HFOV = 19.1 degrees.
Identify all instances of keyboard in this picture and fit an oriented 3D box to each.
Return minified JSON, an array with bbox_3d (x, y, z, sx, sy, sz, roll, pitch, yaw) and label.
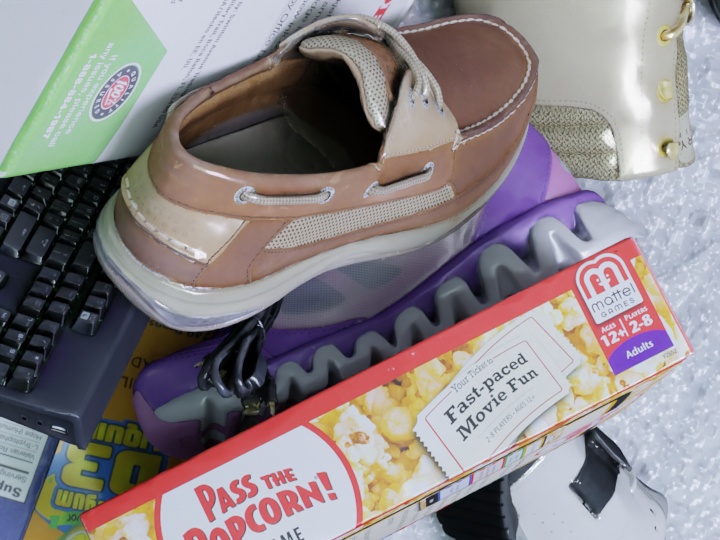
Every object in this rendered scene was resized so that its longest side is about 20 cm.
[{"bbox_3d":[-0.075,-0.011,0.728,0.126,0.201,0.021,21,128,-2],"label":"keyboard"}]

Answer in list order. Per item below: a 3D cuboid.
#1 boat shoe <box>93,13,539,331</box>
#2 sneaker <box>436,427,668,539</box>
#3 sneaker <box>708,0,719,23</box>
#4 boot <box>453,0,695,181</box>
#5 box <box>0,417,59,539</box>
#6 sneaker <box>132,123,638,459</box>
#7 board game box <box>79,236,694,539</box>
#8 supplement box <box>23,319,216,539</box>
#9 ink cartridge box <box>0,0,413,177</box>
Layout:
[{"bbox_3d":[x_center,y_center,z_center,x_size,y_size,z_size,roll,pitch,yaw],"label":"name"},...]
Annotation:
[{"bbox_3d":[-0.001,-0.047,0.720,0.076,0.200,0.072,41,135,17],"label":"boat shoe"},{"bbox_3d":[0.080,0.091,0.889,0.088,0.074,0.201,-25,108,-25],"label":"sneaker"},{"bbox_3d":[0.206,-0.175,0.833,0.066,0.091,0.201,34,94,-18],"label":"sneaker"},{"bbox_3d":[0.124,-0.117,0.817,0.198,0.073,0.157,-8,108,12],"label":"boot"},{"bbox_3d":[-0.173,0.069,0.752,0.120,0.032,0.201,19,98,-14],"label":"box"},{"bbox_3d":[0.000,0.000,0.795,0.199,0.081,0.089,-26,79,-15],"label":"sneaker"},{"bbox_3d":[0.008,0.066,0.746,0.199,0.152,0.047,-26,81,-7],"label":"board game box"},{"bbox_3d":[-0.094,0.050,0.832,0.066,0.069,0.201,12,103,-14],"label":"supplement box"},{"bbox_3d":[-0.050,-0.120,0.707,0.084,0.200,0.146,42,116,17],"label":"ink cartridge box"}]
